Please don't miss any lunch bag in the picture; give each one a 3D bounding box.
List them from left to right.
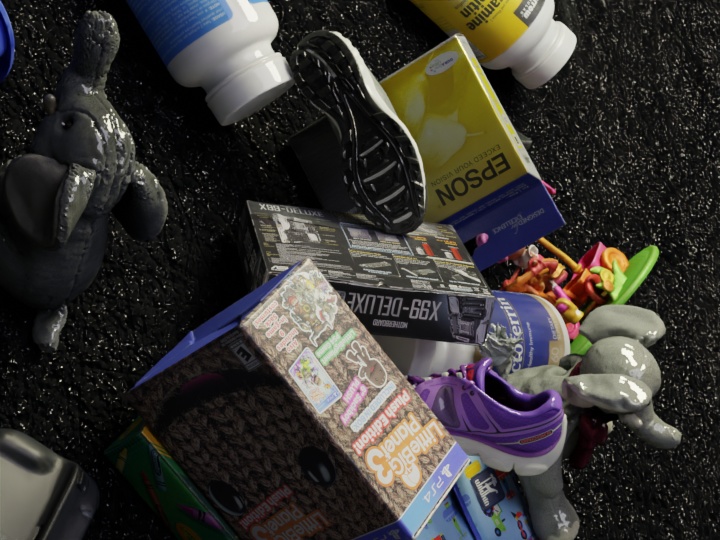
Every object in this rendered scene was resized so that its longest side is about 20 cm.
[{"bbox_3d":[0.073,0.213,1.333,0.200,0.094,0.151,-26,88,-45],"label":"lunch bag"}]

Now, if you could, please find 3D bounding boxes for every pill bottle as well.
[{"bbox_3d":[-0.145,-0.237,1.386,0.112,0.112,0.200,-30,88,-48],"label":"pill bottle"},{"bbox_3d":[0.092,0.073,1.426,0.200,0.116,0.116,5,63,-41],"label":"pill bottle"},{"bbox_3d":[0.144,-0.296,1.693,0.200,0.112,0.112,38,45,-20],"label":"pill bottle"}]

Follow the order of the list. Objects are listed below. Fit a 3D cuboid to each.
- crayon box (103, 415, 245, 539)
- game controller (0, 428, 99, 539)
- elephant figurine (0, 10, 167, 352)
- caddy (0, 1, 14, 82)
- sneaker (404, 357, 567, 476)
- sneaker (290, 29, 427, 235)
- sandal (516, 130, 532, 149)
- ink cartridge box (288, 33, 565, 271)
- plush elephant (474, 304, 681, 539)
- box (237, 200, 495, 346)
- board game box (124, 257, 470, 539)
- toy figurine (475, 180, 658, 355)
[{"bbox_3d":[-0.104,0.127,1.249,0.119,0.058,0.200,51,43,-9],"label":"crayon box"},{"bbox_3d":[-0.261,0.205,1.079,0.104,0.042,0.200,30,47,-9],"label":"game controller"},{"bbox_3d":[-0.218,-0.066,1.149,0.155,0.200,0.142,41,44,-18],"label":"elephant figurine"},{"bbox_3d":[-0.355,-0.203,1.145,0.200,0.141,0.105,45,47,-16],"label":"caddy"},{"bbox_3d":[0.076,0.105,1.276,0.200,0.084,0.081,11,26,10],"label":"sneaker"},{"bbox_3d":[0.010,-0.124,1.370,0.200,0.074,0.079,65,17,15],"label":"sneaker"},{"bbox_3d":[0.128,-0.128,1.613,0.075,0.048,0.200,28,19,12],"label":"sandal"},{"bbox_3d":[0.058,-0.085,1.426,0.200,0.197,0.047,63,20,7],"label":"ink cartridge box"},{"bbox_3d":[0.209,0.116,1.342,0.200,0.155,0.165,60,39,-22],"label":"plush elephant"},{"bbox_3d":[0.000,0.000,1.320,0.200,0.050,0.158,6,23,-15],"label":"box"},{"bbox_3d":[-0.049,0.119,1.144,0.200,0.159,0.097,51,44,-8],"label":"board game box"},{"bbox_3d":[0.180,-0.013,1.561,0.184,0.150,0.200,41,44,-1],"label":"toy figurine"}]
